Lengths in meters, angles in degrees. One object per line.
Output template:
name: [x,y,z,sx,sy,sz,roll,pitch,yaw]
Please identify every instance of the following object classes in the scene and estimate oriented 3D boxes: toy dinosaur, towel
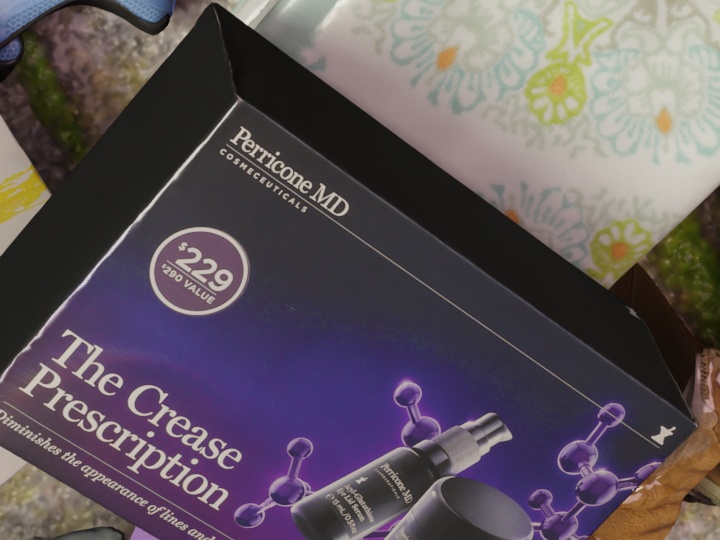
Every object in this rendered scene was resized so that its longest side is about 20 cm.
toy dinosaur: [0.091,0.105,0.860,0.106,0.061,0.200,13,142,-10]
towel: [0.040,-0.057,0.749,0.171,0.048,0.200,35,114,-24]

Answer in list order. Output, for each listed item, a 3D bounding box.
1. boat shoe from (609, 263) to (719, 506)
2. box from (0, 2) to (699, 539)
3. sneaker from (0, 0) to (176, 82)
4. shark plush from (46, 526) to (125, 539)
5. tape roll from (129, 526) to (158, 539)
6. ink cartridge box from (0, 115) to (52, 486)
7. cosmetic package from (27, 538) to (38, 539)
boat shoe: [0.106,0.047,0.896,0.200,0.065,0.073,40,56,-22]
box: [-0.011,0.031,0.714,0.200,0.079,0.141,34,106,-25]
sneaker: [-0.163,-0.114,0.829,0.199,0.079,0.090,-3,98,-9]
shark plush: [-0.185,0.146,0.819,0.199,0.091,0.084,-8,71,10]
tape roll: [-0.006,0.156,0.847,0.200,0.065,0.201,17,68,-48]
ink cartridge box: [-0.198,-0.004,0.780,0.200,0.128,0.125,57,43,-8]
cosmetic package: [-0.102,0.222,0.898,0.113,0.081,0.200,-43,105,0]
